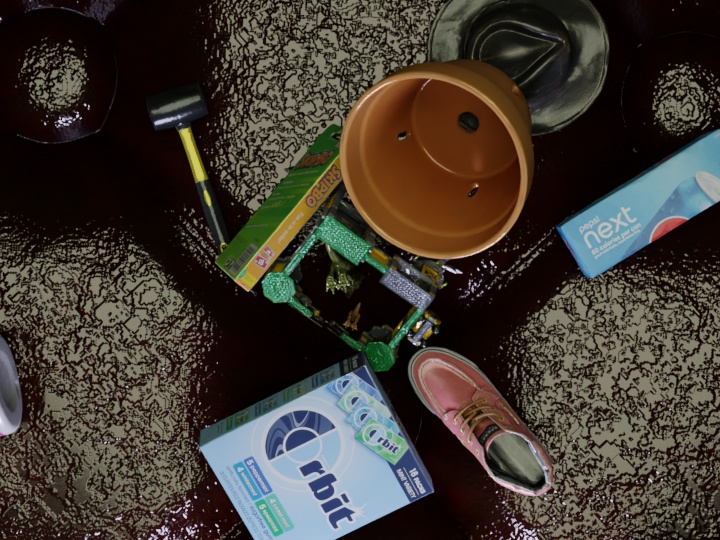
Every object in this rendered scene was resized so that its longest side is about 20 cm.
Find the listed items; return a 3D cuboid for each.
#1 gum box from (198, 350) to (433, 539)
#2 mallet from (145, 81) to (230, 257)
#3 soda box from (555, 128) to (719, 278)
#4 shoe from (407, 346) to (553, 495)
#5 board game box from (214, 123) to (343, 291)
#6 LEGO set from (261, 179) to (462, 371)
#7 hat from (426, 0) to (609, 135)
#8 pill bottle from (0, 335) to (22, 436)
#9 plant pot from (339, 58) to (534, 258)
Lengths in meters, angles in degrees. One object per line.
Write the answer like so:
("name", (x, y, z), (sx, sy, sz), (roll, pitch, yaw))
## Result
("gum box", (-0.047, 0.205, 1.696), (0.199, 0.045, 0.171), (-26, 109, 5))
("mallet", (-0.166, -0.109, 1.726), (0.066, 0.041, 0.201), (-25, 96, 0))
("soda box", (0.313, -0.072, 1.701), (0.199, 0.064, 0.068), (-32, 91, 3))
("shoe", (0.131, 0.161, 1.698), (0.200, 0.091, 0.071), (45, 92, -1))
("board game box", (-0.075, -0.071, 1.686), (0.030, 0.095, 0.200), (38, 88, -22))
("LEGO set", (0.000, 0.000, 1.704), (0.199, 0.116, 0.154), (28, 117, -4))
("hat", (0.171, -0.236, 1.689), (0.199, 0.081, 0.202), (0, 91, 1))
("pill bottle", (-0.476, 0.140, 1.699), (0.198, 0.113, 0.114), (-12, 92, 2))
("plant pot", (0.094, -0.132, 1.631), (0.199, 0.140, 0.201), (10, 120, 18))
